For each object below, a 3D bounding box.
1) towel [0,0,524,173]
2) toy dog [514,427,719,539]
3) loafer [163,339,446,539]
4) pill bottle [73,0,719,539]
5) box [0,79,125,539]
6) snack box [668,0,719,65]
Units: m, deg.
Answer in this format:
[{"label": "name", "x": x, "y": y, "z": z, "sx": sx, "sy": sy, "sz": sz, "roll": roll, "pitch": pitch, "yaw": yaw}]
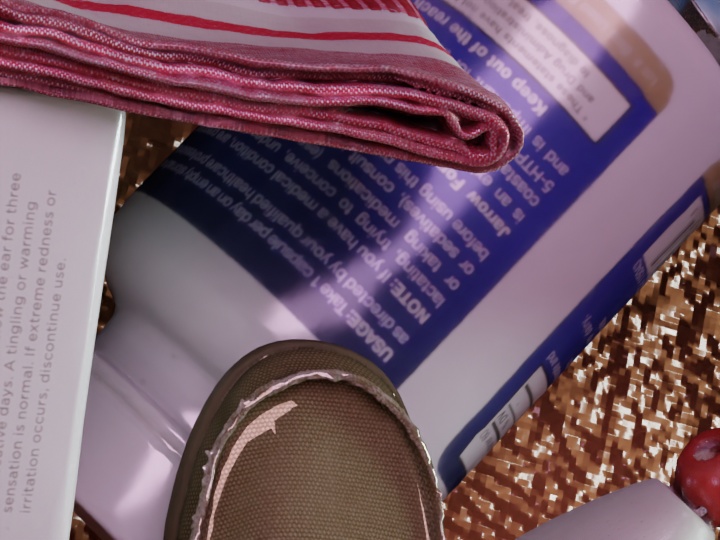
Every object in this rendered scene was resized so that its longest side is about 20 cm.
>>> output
[{"label": "towel", "x": -0.053, "y": -0.079, "z": 0.703, "sx": 0.143, "sy": 0.023, "sz": 0.200, "roll": 10, "pitch": 20, "yaw": -19}, {"label": "toy dog", "x": 0.082, "y": 0.102, "z": 0.782, "sx": 0.199, "sy": 0.097, "sz": 0.132, "roll": -22, "pitch": 30, "yaw": 9}, {"label": "loafer", "x": -0.007, "y": 0.115, "z": 0.682, "sx": 0.075, "sy": 0.067, "sz": 0.202, "roll": 2, "pitch": 81, "yaw": -18}, {"label": "pill bottle", "x": 0.000, "y": 0.000, "z": 0.784, "sx": 0.120, "sy": 0.120, "sz": 0.200, "roll": 43, "pitch": 81, "yaw": 7}, {"label": "box", "x": -0.177, "y": -0.007, "z": 0.651, "sx": 0.199, "sy": 0.152, "sz": 0.107, "roll": 4, "pitch": 99, "yaw": -28}, {"label": "snack box", "x": 0.159, "y": -0.066, "z": 0.861, "sx": 0.116, "sy": 0.037, "sz": 0.201, "roll": -28, "pitch": 75, "yaw": -23}]
